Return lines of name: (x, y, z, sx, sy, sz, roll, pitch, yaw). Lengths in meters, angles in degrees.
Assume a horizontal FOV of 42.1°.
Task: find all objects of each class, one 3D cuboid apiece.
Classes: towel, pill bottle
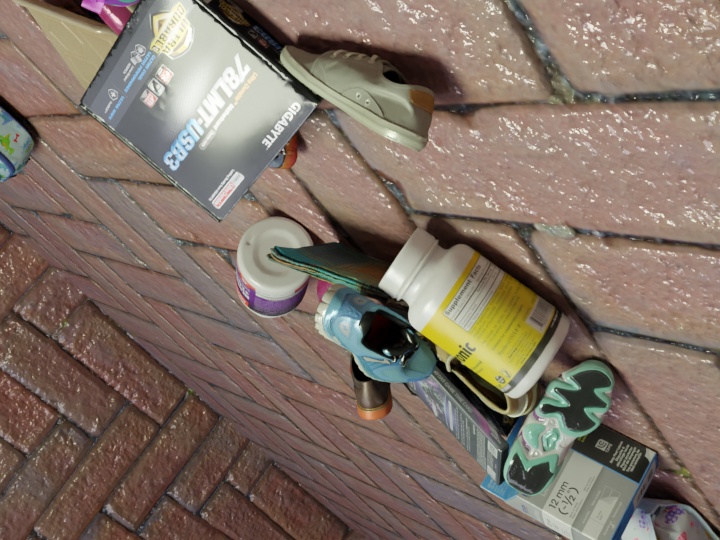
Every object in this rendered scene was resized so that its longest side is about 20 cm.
towel: (0.000, 0.000, 1.179, 0.198, 0.022, 0.146, 19, -165, 36)
pill bottle: (-0.130, 0.005, 1.390, 0.111, 0.112, 0.200, 34, 161, 3)
pill bottle: (0.123, 0.041, 1.042, 0.199, 0.112, 0.111, 36, 161, 3)

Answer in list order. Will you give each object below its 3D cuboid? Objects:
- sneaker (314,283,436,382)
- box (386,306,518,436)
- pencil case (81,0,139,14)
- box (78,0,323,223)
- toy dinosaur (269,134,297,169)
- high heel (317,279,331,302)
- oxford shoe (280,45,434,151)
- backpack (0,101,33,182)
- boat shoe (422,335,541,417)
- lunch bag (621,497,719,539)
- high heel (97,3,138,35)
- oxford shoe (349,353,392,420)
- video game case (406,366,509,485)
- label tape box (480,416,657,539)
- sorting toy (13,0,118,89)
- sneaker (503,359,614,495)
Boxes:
sneaker: (0.032, 0.089, 1.085, 0.089, 0.079, 0.199, 20, 170, 43)
box: (0.114, 0.142, 1.361, 0.197, 0.050, 0.201, 19, 153, 45)
pencil case: (-0.222, -0.314, 0.833, 0.084, 0.094, 0.200, 21, 164, -8)
box: (-0.164, -0.179, 0.967, 0.198, 0.050, 0.200, 41, 126, -9)
toy dinosaur: (-0.150, -0.169, 1.134, 0.179, 0.106, 0.200, 19, -162, 6)
high heel: (-0.034, 0.039, 1.417, 0.066, 0.097, 0.200, 10, 176, 11)
oxford shoe: (-0.001, -0.171, 0.853, 0.075, 0.058, 0.200, 11, -161, -46)
backpack: (-0.718, -0.244, 1.771, 0.183, 0.148, 0.199, 41, 158, -21)
boat shoe: (0.127, 0.098, 1.123, 0.076, 0.072, 0.200, -4, -145, -48)
lunch bag: (0.418, 0.401, 1.356, 0.200, 0.127, 0.169, 49, 156, -16)
high heel: (-0.252, -0.268, 1.016, 0.095, 0.068, 0.201, 6, 141, 38)
oxford shoe: (0.016, 0.144, 1.456, 0.201, 0.070, 0.073, -103, 0, -62)
video game case: (0.124, 0.187, 1.250, 0.200, 0.019, 0.143, 48, 165, 26)
label tape box: (0.276, 0.270, 1.259, 0.198, 0.144, 0.066, 26, 159, 27)
sorting toy: (-0.334, -0.275, 1.216, 0.184, 0.037, 0.200, 25, 163, 29)
sneaker: (0.247, 0.170, 1.167, 0.077, 0.201, 0.140, 34, -154, 3)
